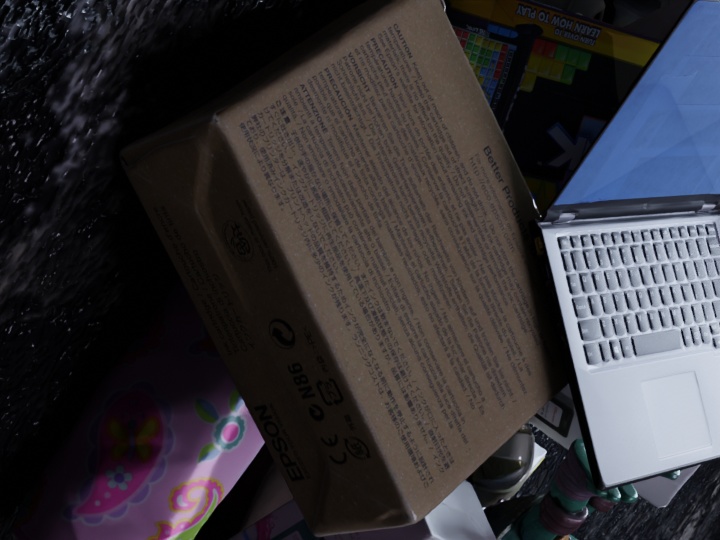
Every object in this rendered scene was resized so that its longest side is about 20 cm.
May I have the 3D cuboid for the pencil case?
[{"bbox_3d":[-0.085,0.072,1.051,0.201,0.087,0.087,-56,160,-5],"label":"pencil case"}]

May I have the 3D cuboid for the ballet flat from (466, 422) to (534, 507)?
[{"bbox_3d":[0.064,0.106,1.314,0.199,0.069,0.070,15,108,-52],"label":"ballet flat"}]

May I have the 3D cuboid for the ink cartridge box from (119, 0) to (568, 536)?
[{"bbox_3d":[0.005,-0.007,0.993,0.075,0.201,0.164,-16,-165,44],"label":"ink cartridge box"}]

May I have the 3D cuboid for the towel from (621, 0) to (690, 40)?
[{"bbox_3d":[0.172,-0.053,1.260,0.191,0.032,0.202,-24,-122,55],"label":"towel"}]

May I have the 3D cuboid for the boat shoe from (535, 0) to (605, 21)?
[{"bbox_3d":[0.087,-0.063,1.219,0.072,0.060,0.204,-16,120,-66],"label":"boat shoe"}]

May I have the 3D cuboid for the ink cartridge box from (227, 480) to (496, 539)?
[{"bbox_3d":[-0.028,0.186,1.253,0.199,0.068,0.116,-33,150,14],"label":"ink cartridge box"}]

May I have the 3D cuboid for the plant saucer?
[{"bbox_3d":[-0.025,0.110,1.337,0.200,0.032,0.201,-47,159,-24],"label":"plant saucer"}]

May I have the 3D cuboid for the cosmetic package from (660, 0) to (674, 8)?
[{"bbox_3d":[0.236,-0.165,1.295,0.073,0.103,0.202,11,87,-29],"label":"cosmetic package"}]

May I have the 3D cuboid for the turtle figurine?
[{"bbox_3d":[0.108,0.178,1.312,0.201,0.100,0.150,-58,174,30],"label":"turtle figurine"}]

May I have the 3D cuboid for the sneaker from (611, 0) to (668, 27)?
[{"bbox_3d":[0.182,-0.120,1.414,0.081,0.074,0.200,-46,156,-14],"label":"sneaker"}]

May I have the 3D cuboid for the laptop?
[{"bbox_3d":[0.180,-0.015,1.048,0.115,0.202,0.187,-18,173,36],"label":"laptop"}]

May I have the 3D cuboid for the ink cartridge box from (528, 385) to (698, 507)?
[{"bbox_3d":[0.144,0.044,1.380,0.116,0.199,0.068,-44,157,-30],"label":"ink cartridge box"}]

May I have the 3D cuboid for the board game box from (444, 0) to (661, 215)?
[{"bbox_3d":[0.097,-0.053,1.153,0.199,0.057,0.167,9,100,-43],"label":"board game box"}]

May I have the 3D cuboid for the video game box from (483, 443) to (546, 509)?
[{"bbox_3d":[0.030,0.204,1.487,0.200,0.047,0.182,-51,169,21],"label":"video game box"}]
